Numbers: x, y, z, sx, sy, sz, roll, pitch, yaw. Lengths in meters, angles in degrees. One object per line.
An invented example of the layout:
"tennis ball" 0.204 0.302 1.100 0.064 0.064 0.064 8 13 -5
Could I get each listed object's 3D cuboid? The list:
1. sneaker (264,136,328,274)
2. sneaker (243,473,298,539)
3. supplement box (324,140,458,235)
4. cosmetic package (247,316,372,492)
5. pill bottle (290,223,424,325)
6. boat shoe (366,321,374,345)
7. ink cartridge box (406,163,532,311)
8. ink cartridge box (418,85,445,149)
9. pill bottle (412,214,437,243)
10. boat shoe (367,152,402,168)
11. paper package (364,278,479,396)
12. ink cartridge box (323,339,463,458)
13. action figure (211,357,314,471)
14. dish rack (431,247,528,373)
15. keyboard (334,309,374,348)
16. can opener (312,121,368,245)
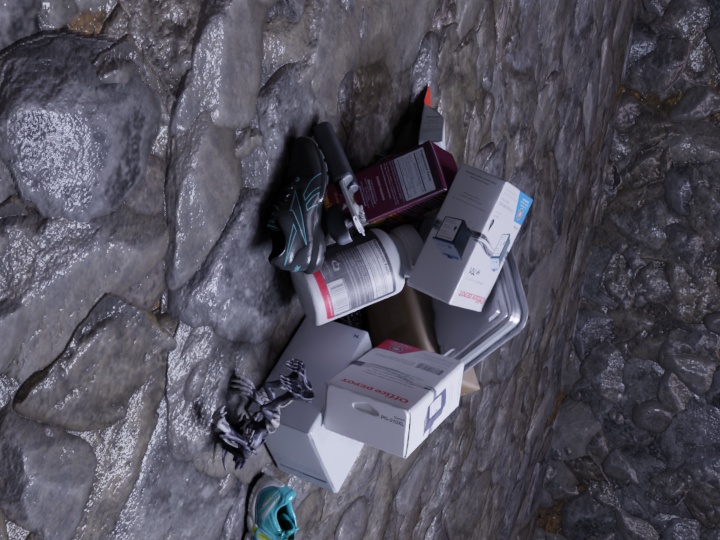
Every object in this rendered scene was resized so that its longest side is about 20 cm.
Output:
"sneaker" -0.093 -0.096 1.261 0.079 0.075 0.201 2 85 -27
"sneaker" -0.145 0.435 1.448 0.077 0.079 0.201 -33 134 -55
"supplement box" 0.053 -0.120 1.391 0.110 0.199 0.086 13 58 -65
"cosmetic package" -0.064 0.218 1.442 0.200 0.123 0.200 -58 152 -31
"pill bottle" 0.000 0.000 1.360 0.199 0.111 0.111 -22 132 -15
"boat shoe" 0.047 0.136 1.698 0.200 0.070 0.066 -6 110 -70
"ink cartridge box" 0.170 -0.046 1.351 0.146 0.086 0.201 14 100 -62
"ink cartridge box" 0.141 -0.225 1.628 0.200 0.047 0.160 -76 164 -48
"pill bottle" 0.089 -0.062 1.505 0.112 0.199 0.113 -42 140 -49
"boat shoe" 0.059 -0.176 1.536 0.200 0.074 0.062 -6 105 -68
"paper package" 0.110 0.128 1.583 0.190 0.103 0.201 25 43 -52
"ink cartridge box" 0.053 0.192 1.357 0.200 0.144 0.085 -29 128 -57
"action figure" -0.158 0.204 1.269 0.200 0.102 0.119 -43 -162 22
"dish rack" 0.187 0.063 1.464 0.043 0.200 0.172 16 47 -30
"keyboard" 0.001 0.105 1.532 0.104 0.039 0.200 -62 138 -53
"can opener" -0.041 -0.128 1.288 0.053 0.067 0.200 57 10 -58
